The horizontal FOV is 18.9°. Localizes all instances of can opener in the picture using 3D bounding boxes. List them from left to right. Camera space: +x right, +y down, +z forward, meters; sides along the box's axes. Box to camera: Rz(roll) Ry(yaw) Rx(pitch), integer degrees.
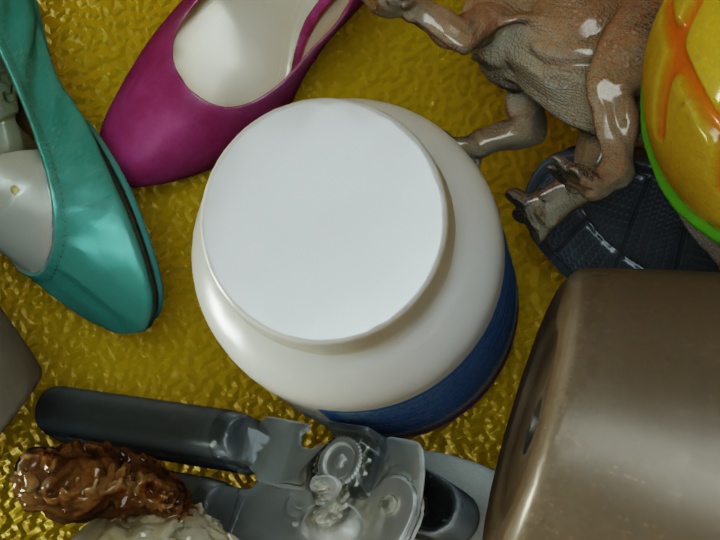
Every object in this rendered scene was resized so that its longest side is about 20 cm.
[{"bbox_3d":[-0.046,0.084,0.838,0.200,0.067,0.053,5,72,41],"label":"can opener"}]

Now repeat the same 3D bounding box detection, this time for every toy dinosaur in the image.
[{"bbox_3d":[0.093,-0.091,0.820,0.136,0.086,0.200,-40,65,-15],"label":"toy dinosaur"}]

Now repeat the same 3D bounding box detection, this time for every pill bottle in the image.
[{"bbox_3d":[0.000,0.000,0.794,0.112,0.200,0.112,-1,81,6],"label":"pill bottle"}]

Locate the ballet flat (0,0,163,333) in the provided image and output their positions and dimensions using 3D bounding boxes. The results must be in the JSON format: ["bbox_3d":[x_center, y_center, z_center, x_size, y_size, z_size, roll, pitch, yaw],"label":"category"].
[{"bbox_3d":[-0.148,-0.057,0.879,0.070,0.067,0.200,-15,76,-37],"label":"ballet flat"}]

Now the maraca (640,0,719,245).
[{"bbox_3d":[0.179,-0.069,0.705,0.200,0.107,0.137,-5,77,39],"label":"maraca"}]

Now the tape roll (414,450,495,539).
[{"bbox_3d":[0.011,0.167,0.823,0.202,0.037,0.203,-9,68,22],"label":"tape roll"}]

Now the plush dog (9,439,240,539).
[{"bbox_3d":[-0.099,0.159,0.790,0.172,0.160,0.200,-33,84,16],"label":"plush dog"}]

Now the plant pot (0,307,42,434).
[{"bbox_3d":[-0.226,0.028,0.833,0.174,0.200,0.200,42,89,-7],"label":"plant pot"}]

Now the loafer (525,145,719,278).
[{"bbox_3d":[0.163,-0.001,0.861,0.200,0.063,0.072,22,116,11],"label":"loafer"}]

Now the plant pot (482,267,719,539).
[{"bbox_3d":[0.139,0.077,0.736,0.174,0.200,0.201,17,86,-2],"label":"plant pot"}]

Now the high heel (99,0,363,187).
[{"bbox_3d":[-0.033,-0.109,0.863,0.200,0.096,0.067,-37,82,0],"label":"high heel"}]
